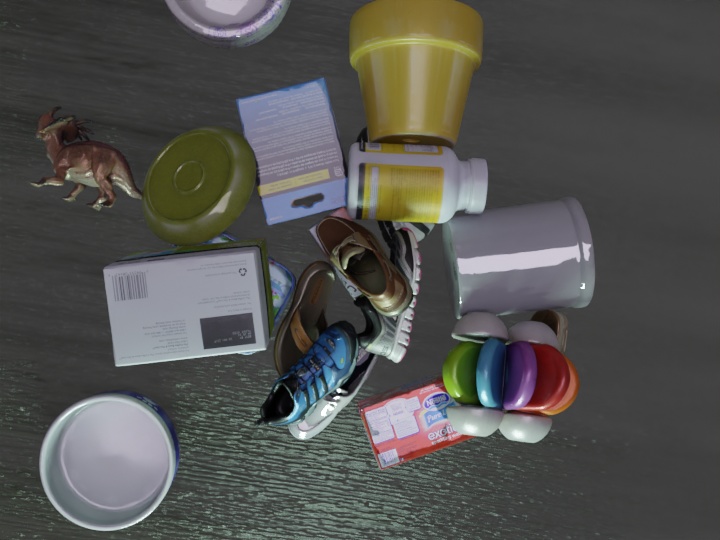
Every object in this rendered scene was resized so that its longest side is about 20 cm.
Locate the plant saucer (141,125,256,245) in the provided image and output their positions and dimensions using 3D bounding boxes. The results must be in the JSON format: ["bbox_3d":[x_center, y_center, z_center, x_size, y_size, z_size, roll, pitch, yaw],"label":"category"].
[{"bbox_3d":[-0.252,-0.136,1.300,0.198,0.031,0.202,-8,66,19],"label":"plant saucer"}]

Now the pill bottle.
[{"bbox_3d":[0.080,-0.127,1.258,0.198,0.112,0.113,3,89,-2],"label":"pill bottle"}]

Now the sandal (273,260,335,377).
[{"bbox_3d":[-0.078,0.086,1.320,0.080,0.054,0.201,9,104,-46],"label":"sandal"}]

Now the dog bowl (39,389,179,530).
[{"bbox_3d":[-0.379,0.285,1.317,0.198,0.079,0.202,0,90,-4],"label":"dog bowl"}]

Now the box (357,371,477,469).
[{"bbox_3d":[0.104,0.222,1.336,0.199,0.095,0.100,-19,91,-4],"label":"box"}]

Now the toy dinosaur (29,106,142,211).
[{"bbox_3d":[-0.416,-0.171,1.320,0.198,0.086,0.137,17,82,-9],"label":"toy dinosaur"}]

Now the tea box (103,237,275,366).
[{"bbox_3d":[-0.226,0.037,1.187,0.198,0.197,0.135,-6,97,-2],"label":"tea box"}]

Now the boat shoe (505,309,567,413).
[{"bbox_3d":[0.284,0.161,1.357,0.072,0.065,0.202,16,94,38],"label":"boat shoe"}]

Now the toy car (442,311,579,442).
[{"bbox_3d":[0.220,0.152,1.230,0.198,0.150,0.177,11,79,-21],"label":"toy car"}]

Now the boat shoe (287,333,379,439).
[{"bbox_3d":[-0.044,0.180,1.343,0.073,0.065,0.201,36,88,-3],"label":"boat shoe"}]

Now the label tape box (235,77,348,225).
[{"bbox_3d":[-0.099,-0.181,1.343,0.143,0.063,0.202,-14,90,-2],"label":"label tape box"}]

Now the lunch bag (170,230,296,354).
[{"bbox_3d":[-0.212,0.028,1.326,0.199,0.082,0.162,29,87,-3],"label":"lunch bag"}]

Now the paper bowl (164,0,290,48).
[{"bbox_3d":[-0.203,-0.441,1.319,0.199,0.104,0.203,0,90,-3],"label":"paper bowl"}]

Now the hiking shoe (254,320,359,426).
[{"bbox_3d":[-0.073,0.160,1.270,0.074,0.087,0.201,42,111,20],"label":"hiking shoe"}]

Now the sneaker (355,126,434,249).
[{"bbox_3d":[0.052,-0.133,1.357,0.080,0.074,0.201,-22,95,-18],"label":"sneaker"}]

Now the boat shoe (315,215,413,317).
[{"bbox_3d":[-0.001,-0.018,1.236,0.076,0.074,0.200,-47,55,3],"label":"boat shoe"}]

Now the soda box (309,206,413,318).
[{"bbox_3d":[0.000,0.000,1.348,0.068,0.064,0.201,-34,91,-3],"label":"soda box"}]

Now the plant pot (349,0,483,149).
[{"bbox_3d":[0.080,-0.277,1.278,0.199,0.201,0.191,3,83,-3],"label":"plant pot"}]

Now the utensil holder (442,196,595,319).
[{"bbox_3d":[0.234,-0.015,1.311,0.198,0.170,0.172,-8,90,-1],"label":"utensil holder"}]

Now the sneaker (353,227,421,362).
[{"bbox_3d":[0.036,0.033,1.281,0.087,0.074,0.202,8,93,-11],"label":"sneaker"}]
